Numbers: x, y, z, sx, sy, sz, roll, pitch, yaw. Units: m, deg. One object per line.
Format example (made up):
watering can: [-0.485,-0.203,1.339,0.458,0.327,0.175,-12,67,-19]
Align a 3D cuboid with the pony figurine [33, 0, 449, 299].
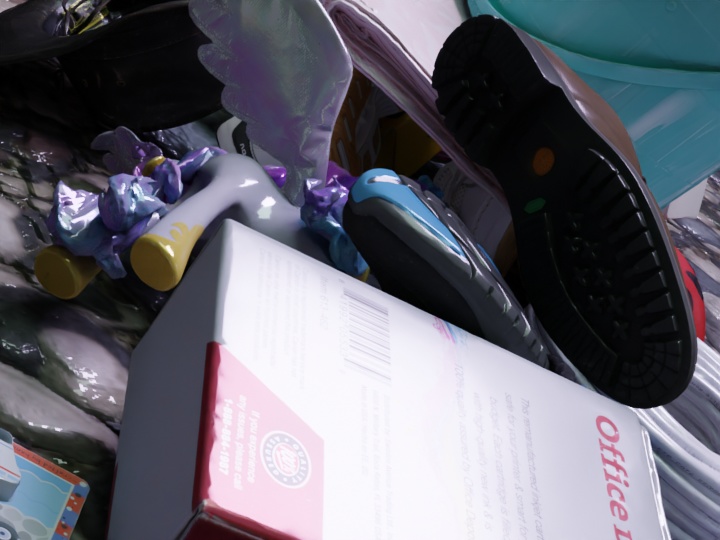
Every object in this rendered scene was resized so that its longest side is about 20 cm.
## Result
pony figurine: [-0.054,-0.028,0.735,0.193,0.167,0.200,43,37,7]

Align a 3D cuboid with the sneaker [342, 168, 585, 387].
sneaker: [0.041,0.044,0.682,0.201,0.081,0.073,53,8,-31]

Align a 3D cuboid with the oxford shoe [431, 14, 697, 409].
oxford shoe: [0.109,-0.028,0.719,0.084,0.073,0.202,13,48,-47]

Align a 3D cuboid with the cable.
cable: [0.156,0.086,0.843,0.199,0.069,0.201,27,25,-26]

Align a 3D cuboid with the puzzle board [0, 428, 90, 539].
puzzle board: [-0.187,0.057,0.503,0.199,0.017,0.151,30,21,-9]

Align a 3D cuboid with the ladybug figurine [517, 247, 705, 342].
ladybug figurine: [0.170,0.012,1.031,0.135,0.072,0.200,31,17,-8]

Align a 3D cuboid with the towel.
towel: [0.065,-0.094,0.855,0.191,0.032,0.200,48,22,-7]

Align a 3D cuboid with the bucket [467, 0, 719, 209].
bucket: [0.163,-0.143,0.898,0.207,0.135,0.208,41,23,-22]

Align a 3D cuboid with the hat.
hat: [-0.112,-0.123,0.877,0.201,0.198,0.082,-85,159,-67]

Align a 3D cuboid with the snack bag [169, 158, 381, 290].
snack bag: [0.000,0.000,0.896,0.188,0.022,0.199,42,22,24]

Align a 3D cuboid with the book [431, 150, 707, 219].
book: [0.128,-0.074,1.088,0.198,0.049,0.133,17,8,19]

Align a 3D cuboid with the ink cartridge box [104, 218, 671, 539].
ink cartridge box: [0.014,0.092,0.588,0.198,0.083,0.147,26,35,-20]

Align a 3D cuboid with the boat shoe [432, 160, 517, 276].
boat shoe: [0.072,-0.036,0.969,0.069,0.071,0.200,34,3,4]

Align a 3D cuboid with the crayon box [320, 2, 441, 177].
crayon box: [0.010,-0.125,1.031,0.125,0.052,0.200,27,45,26]

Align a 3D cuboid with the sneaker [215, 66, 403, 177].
sneaker: [-0.022,-0.112,0.918,0.087,0.076,0.200,-1,29,21]
